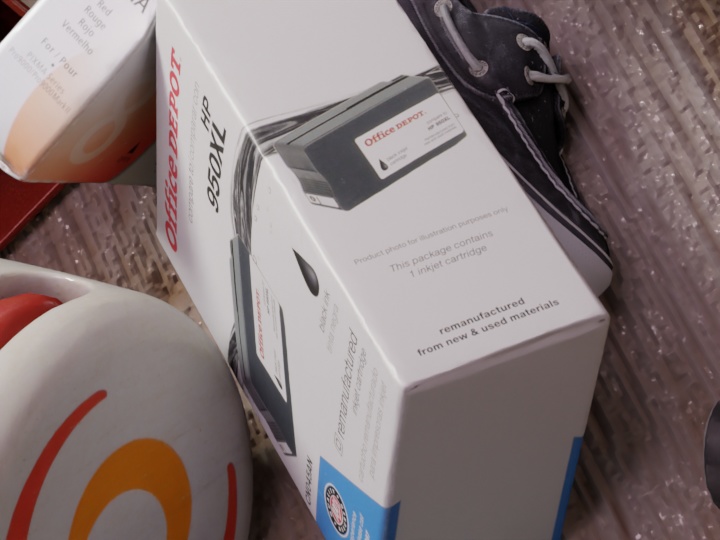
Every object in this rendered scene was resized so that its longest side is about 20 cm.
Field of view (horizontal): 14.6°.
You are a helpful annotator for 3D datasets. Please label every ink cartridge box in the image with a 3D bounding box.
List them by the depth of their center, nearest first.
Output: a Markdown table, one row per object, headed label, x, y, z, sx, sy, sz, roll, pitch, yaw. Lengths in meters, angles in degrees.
| label | x | y | z | sx | sy | sz | roll | pitch | yaw |
| --- | --- | --- | --- | --- | --- | --- | --- | --- | --- |
| ink cartridge box | 0.000 | 0.000 | 1.026 | 0.084 | 0.145 | 0.200 | -19 | 55 | -19 |
| ink cartridge box | -0.052 | -0.116 | 1.100 | 0.200 | 0.162 | 0.050 | -44 | 80 | 12 |

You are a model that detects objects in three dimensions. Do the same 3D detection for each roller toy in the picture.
| label | x | y | z | sx | sy | sz | roll | pitch | yaw |
| --- | --- | --- | --- | --- | --- | --- | --- | --- | --- |
| roller toy | -0.141 | 0.086 | 1.057 | 0.139 | 0.182 | 0.201 | 13 | 75 | 33 |

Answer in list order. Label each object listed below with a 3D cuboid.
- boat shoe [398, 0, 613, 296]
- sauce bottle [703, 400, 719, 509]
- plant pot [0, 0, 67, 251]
| label | x | y | z | sx | sy | sz | roll | pitch | yaw |
| --- | --- | --- | --- | --- | --- | --- | --- | --- | --- |
| boat shoe | 0.049 | -0.070 | 1.091 | 0.068 | 0.072 | 0.200 | -39 | 52 | 4 |
| sauce bottle | 0.213 | 0.064 | 0.939 | 0.199 | 0.065 | 0.065 | 0 | 69 | 32 |
| plant pot | -0.256 | -0.093 | 1.209 | 0.200 | 0.200 | 0.176 | -45 | 43 | 5 |
